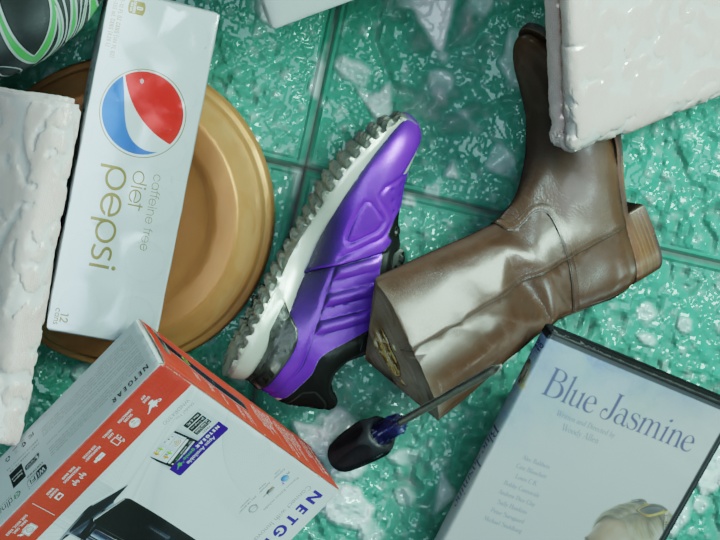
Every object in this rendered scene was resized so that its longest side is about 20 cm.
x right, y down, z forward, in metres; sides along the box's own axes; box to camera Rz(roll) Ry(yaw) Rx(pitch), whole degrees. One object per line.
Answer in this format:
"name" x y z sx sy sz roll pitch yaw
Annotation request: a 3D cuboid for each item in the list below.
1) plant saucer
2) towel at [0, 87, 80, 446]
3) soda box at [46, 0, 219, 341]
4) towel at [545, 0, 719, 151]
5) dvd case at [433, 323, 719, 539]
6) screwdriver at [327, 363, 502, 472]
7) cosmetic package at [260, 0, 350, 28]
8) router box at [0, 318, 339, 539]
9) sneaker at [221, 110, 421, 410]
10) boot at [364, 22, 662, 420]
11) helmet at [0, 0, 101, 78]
"plant saucer" -0.154 -0.036 0.872 0.197 0.037 0.203 0 94 -1
"towel" -0.251 -0.014 0.825 0.190 0.032 0.203 13 94 37
"soda box" -0.139 -0.062 0.815 0.067 0.064 0.202 11 95 -15
"towel" 0.185 -0.186 0.793 0.198 0.032 0.193 -21 118 -27
"dvd case" 0.136 0.147 0.867 0.141 0.018 0.202 22 105 -15
"screwdriver" 0.035 0.089 0.821 0.029 0.200 0.028 21 60 -25
"cosmetic package" 0.004 -0.278 0.775 0.197 0.123 0.201 -20 126 1
"router box" -0.139 0.152 0.830 0.200 0.049 0.179 -45 132 4
"sneaker" 0.000 0.000 0.867 0.099 0.070 0.201 30 96 -11
"boot" 0.073 -0.030 0.839 0.199 0.064 0.188 -29 97 -14
"helmet" -0.228 -0.200 0.764 0.198 0.201 0.192 -22 127 1
